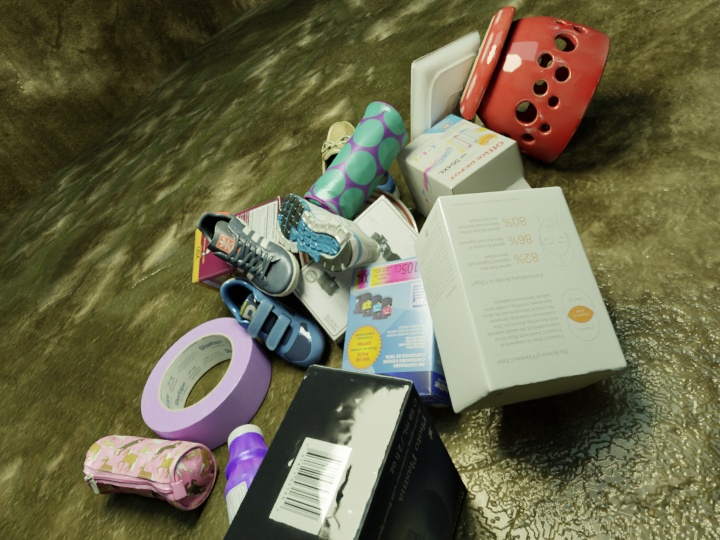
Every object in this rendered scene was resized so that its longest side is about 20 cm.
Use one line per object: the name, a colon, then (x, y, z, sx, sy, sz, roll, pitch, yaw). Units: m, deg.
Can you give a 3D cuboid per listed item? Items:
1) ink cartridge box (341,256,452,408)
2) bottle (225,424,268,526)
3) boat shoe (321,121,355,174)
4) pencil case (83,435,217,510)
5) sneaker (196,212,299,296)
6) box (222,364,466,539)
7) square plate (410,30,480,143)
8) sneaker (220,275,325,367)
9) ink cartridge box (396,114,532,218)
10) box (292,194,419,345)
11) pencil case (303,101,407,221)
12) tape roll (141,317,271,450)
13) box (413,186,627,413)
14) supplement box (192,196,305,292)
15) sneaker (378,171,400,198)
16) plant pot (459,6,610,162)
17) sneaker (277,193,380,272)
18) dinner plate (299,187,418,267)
ink cartridge box: (0.050, 0.094, 0.651, 0.133, 0.076, 0.206, -11, 63, 34)
bottle: (-0.117, 0.269, 0.604, 0.064, 0.084, 0.201, -31, 38, -2)
boat shoe: (-0.039, -0.182, 0.926, 0.071, 0.063, 0.207, -10, 68, 31)
pencil case: (-0.290, 0.274, 0.719, 0.195, 0.084, 0.088, -6, 44, 28)
sneaker: (-0.173, -0.027, 0.767, 0.198, 0.084, 0.076, 31, 94, 35)
box: (-0.001, 0.232, 0.471, 0.120, 0.201, 0.203, 2, 47, 31)
square plate: (0.156, -0.289, 0.919, 0.028, 0.204, 0.197, 27, 48, 33)
sneaker: (-0.138, 0.077, 0.792, 0.198, 0.082, 0.075, 35, 96, 24)
ink cartridge box: (0.169, -0.140, 0.831, 0.127, 0.127, 0.200, -35, 37, -7)
box: (0.000, 0.000, 0.790, 0.199, 0.060, 0.117, -43, 78, -9)
pencil case: (-0.005, -0.162, 0.821, 0.202, 0.085, 0.092, -56, 25, -15)
tape roll: (-0.237, 0.173, 0.810, 0.195, 0.066, 0.203, -19, 39, 16)
box: (0.158, 0.030, 0.559, 0.147, 0.107, 0.206, -5, 67, -13)
supplement box: (-0.176, -0.031, 0.903, 0.195, 0.130, 0.106, -15, 65, 28)
sneaker: (-0.007, -0.199, 1.027, 0.076, 0.113, 0.199, -38, 38, -12)
plant pot: (0.264, -0.299, 0.830, 0.178, 0.203, 0.203, 22, 51, 2)
sneaker: (-0.047, -0.050, 0.745, 0.199, 0.085, 0.077, 35, 114, 42)
dinner plate: (-0.002, -0.040, 0.843, 0.193, 0.024, 0.207, 0, 76, 1)
